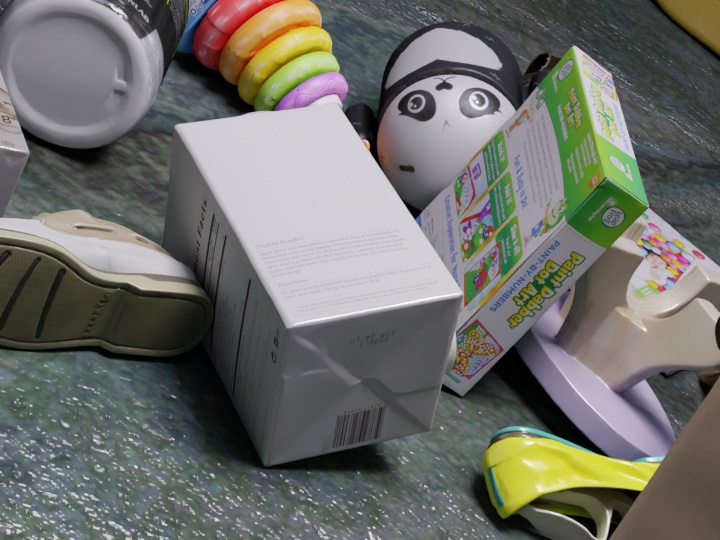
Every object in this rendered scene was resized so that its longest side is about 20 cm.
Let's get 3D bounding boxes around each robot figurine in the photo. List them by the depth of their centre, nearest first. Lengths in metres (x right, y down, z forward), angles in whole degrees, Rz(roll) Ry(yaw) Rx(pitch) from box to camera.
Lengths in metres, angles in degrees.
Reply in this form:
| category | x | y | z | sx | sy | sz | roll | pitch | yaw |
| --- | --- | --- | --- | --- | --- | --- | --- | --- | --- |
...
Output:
| category | x | y | z | sx | sy | sz | roll | pitch | yaw |
| --- | --- | --- | --- | --- | --- | --- | --- | --- | --- |
| robot figurine | 0.074 | -0.128 | 1.569 | 0.124 | 0.150 | 0.201 | 37 | 25 | -16 |

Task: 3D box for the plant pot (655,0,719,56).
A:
| category | x | y | z | sx | sy | sz | roll | pitch | yaw |
| --- | --- | --- | --- | --- | --- | --- | --- | --- | --- |
| plant pot | 0.444 | -0.375 | 2.275 | 0.199 | 0.197 | 0.194 | 33 | 27 | 25 |

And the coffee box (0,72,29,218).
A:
| category | x | y | z | sx | sy | sz | roll | pitch | yaw |
| --- | --- | --- | --- | --- | --- | --- | --- | --- | --- |
| coffee box | -0.296 | -0.115 | 1.237 | 0.112 | 0.080 | 0.201 | 10 | 35 | -32 |

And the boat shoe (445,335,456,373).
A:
| category | x | y | z | sx | sy | sz | roll | pitch | yaw |
| --- | --- | --- | --- | --- | --- | --- | --- | --- | --- |
| boat shoe | 0.000 | 0.002 | 1.350 | 0.065 | 0.075 | 0.200 | -9 | 48 | -21 |

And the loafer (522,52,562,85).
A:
| category | x | y | z | sx | sy | sz | roll | pitch | yaw |
| --- | --- | --- | --- | --- | --- | --- | --- | --- | --- |
| loafer | 0.146 | -0.153 | 1.734 | 0.071 | 0.073 | 0.200 | 31 | 28 | -3 |

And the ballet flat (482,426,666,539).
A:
| category | x | y | z | sx | sy | sz | roll | pitch | yaw |
| --- | --- | --- | --- | --- | --- | --- | --- | --- | --- |
| ballet flat | 0.169 | 0.155 | 1.286 | 0.198 | 0.067 | 0.068 | 13 | 53 | -25 |

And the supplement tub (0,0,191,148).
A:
| category | x | y | z | sx | sy | sz | roll | pitch | yaw |
| --- | --- | --- | --- | --- | --- | --- | --- | --- | --- |
| supplement tub | -0.191 | -0.183 | 1.405 | 0.122 | 0.123 | 0.201 | 26 | 28 | -8 |

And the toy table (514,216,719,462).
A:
| category | x | y | z | sx | sy | sz | roll | pitch | yaw |
| --- | --- | --- | --- | --- | --- | --- | --- | --- | --- |
| toy table | 0.194 | 0.037 | 1.408 | 0.183 | 0.117 | 0.200 | 5 | 40 | -55 |

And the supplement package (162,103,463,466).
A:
| category | x | y | z | sx | sy | sz | roll | pitch | yaw |
| --- | --- | --- | --- | --- | --- | --- | --- | --- | --- |
| supplement package | -0.037 | 0.004 | 1.226 | 0.120 | 0.121 | 0.201 | -9 | 44 | -23 |

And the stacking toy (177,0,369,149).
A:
| category | x | y | z | sx | sy | sz | roll | pitch | yaw |
| --- | --- | --- | --- | --- | --- | --- | --- | --- | --- |
| stacking toy | -0.052 | -0.148 | 1.531 | 0.109 | 0.116 | 0.201 | -6 | 59 | -56 |

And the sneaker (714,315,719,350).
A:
| category | x | y | z | sx | sy | sz | roll | pitch | yaw |
| --- | --- | --- | --- | --- | --- | --- | --- | --- | --- |
| sneaker | 0.307 | 0.110 | 1.311 | 0.202 | 0.067 | 0.108 | 56 | 14 | -40 |

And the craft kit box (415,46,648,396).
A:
| category | x | y | z | sx | sy | sz | roll | pitch | yaw |
| --- | --- | --- | --- | --- | --- | --- | --- | --- | --- |
| craft kit box | 0.115 | -0.039 | 1.388 | 0.048 | 0.198 | 0.201 | 30 | 27 | -19 |

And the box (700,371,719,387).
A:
| category | x | y | z | sx | sy | sz | roll | pitch | yaw |
| --- | --- | --- | --- | --- | --- | --- | --- | --- | --- |
| box | 0.365 | 0.104 | 1.459 | 0.162 | 0.021 | 0.200 | 28 | -13 | -7 |

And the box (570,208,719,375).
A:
| category | x | y | z | sx | sy | sz | roll | pitch | yaw |
| --- | --- | --- | --- | --- | --- | --- | --- | --- | --- |
| box | 0.225 | -0.005 | 1.610 | 0.200 | 0.041 | 0.155 | 44 | 31 | 20 |

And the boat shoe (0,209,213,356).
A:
| category | x | y | z | sx | sy | sz | roll | pitch | yaw |
| --- | --- | --- | --- | --- | --- | --- | --- | --- | --- |
| boat shoe | -0.185 | 0.003 | 1.173 | 0.199 | 0.075 | 0.069 | 18 | 26 | -42 |

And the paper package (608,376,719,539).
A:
| category | x | y | z | sx | sy | sz | roll | pitch | yaw |
| --- | --- | --- | --- | --- | --- | --- | --- | --- | --- |
| paper package | 0.255 | 0.186 | 1.159 | 0.103 | 0.201 | 0.191 | -6 | 44 | -49 |
